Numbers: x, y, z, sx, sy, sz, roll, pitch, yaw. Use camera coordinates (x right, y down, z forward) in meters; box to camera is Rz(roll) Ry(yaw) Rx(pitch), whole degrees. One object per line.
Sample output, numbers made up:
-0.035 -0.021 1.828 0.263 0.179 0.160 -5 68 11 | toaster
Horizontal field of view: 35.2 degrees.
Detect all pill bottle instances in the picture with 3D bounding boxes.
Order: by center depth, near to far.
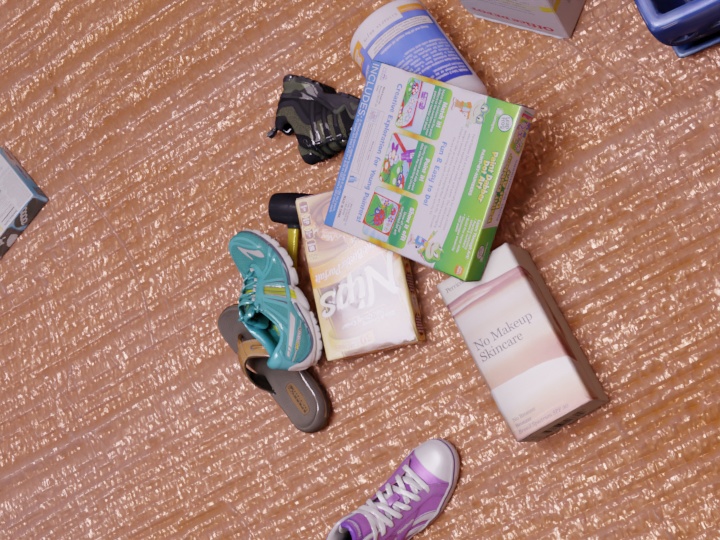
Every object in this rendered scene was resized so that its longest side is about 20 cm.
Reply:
0.081 -0.218 1.357 0.112 0.112 0.200 -38 69 14 | pill bottle

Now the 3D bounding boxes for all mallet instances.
-0.079 -0.001 1.438 0.066 0.041 0.201 -5 84 21 | mallet

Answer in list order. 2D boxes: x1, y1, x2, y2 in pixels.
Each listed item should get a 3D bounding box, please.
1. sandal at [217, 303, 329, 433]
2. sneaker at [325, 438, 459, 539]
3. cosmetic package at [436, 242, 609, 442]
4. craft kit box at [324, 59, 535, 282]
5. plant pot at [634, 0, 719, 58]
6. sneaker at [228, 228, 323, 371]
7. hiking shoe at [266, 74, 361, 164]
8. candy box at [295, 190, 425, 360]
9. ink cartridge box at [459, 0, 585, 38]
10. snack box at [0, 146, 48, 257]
-0.116 0.122 1.411 0.082 0.054 0.200 -48 69 33 | sandal
0.033 0.277 1.299 0.073 0.114 0.201 39 97 25 | sneaker
0.182 0.082 1.277 0.103 0.087 0.201 -34 70 17 | cosmetic package
0.073 -0.114 1.271 0.197 0.048 0.201 24 102 31 | craft kit box
0.380 -0.352 1.209 0.199 0.180 0.201 -23 74 19 | plant pot
-0.115 0.033 1.379 0.201 0.079 0.078 61 140 25 | sneaker
-0.028 -0.174 1.428 0.199 0.076 0.101 27 102 34 | hiking shoe
0.000 0.000 1.370 0.115 0.055 0.201 -13 82 13 | candy box
0.167 -0.353 1.293 0.145 0.200 0.084 22 88 25 | ink cartridge box
-0.555 -0.070 1.655 0.200 0.037 0.116 -48 66 10 | snack box
